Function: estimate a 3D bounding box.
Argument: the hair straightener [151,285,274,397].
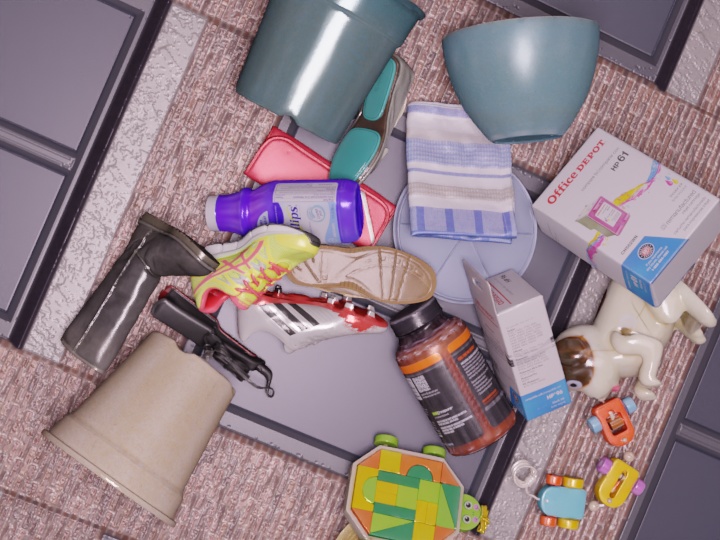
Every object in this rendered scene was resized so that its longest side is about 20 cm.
[{"bbox_3d":[-0.189,0.105,1.459,0.200,0.077,0.041,43,115,-12],"label":"hair straightener"}]

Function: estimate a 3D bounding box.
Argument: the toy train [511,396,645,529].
[{"bbox_3d":[0.305,0.263,1.551,0.199,0.056,0.151,-31,92,-8],"label":"toy train"}]

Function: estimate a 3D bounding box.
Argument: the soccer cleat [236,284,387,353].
[{"bbox_3d":[-0.065,0.071,1.483,0.199,0.069,0.086,10,99,-6],"label":"soccer cleat"}]

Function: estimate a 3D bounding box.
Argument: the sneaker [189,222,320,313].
[{"bbox_3d":[-0.132,0.004,1.417,0.199,0.078,0.091,-18,62,31],"label":"sneaker"}]

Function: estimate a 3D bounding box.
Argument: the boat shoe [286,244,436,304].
[{"bbox_3d":[0.000,0.000,1.484,0.199,0.069,0.074,11,91,-4],"label":"boat shoe"}]

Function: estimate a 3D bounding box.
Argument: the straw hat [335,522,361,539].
[{"bbox_3d":[0.035,0.424,1.496,0.200,0.085,0.202,5,65,-11],"label":"straw hat"}]

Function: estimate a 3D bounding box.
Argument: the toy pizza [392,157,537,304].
[{"bbox_3d":[0.140,-0.055,1.523,0.199,0.032,0.201,0,91,-9],"label":"toy pizza"}]

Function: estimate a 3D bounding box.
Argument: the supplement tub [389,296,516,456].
[{"bbox_3d":[0.116,0.136,1.488,0.107,0.107,0.201,-30,96,-6],"label":"supplement tub"}]

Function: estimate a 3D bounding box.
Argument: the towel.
[{"bbox_3d":[0.133,-0.132,1.483,0.146,0.024,0.201,4,66,-8],"label":"towel"}]

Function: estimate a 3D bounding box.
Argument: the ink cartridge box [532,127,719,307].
[{"bbox_3d":[0.347,-0.072,1.475,0.200,0.085,0.145,37,84,32],"label":"ink cartridge box"}]

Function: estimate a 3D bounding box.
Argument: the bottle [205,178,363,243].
[{"bbox_3d":[-0.098,-0.075,1.448,0.199,0.065,0.084,0,129,9],"label":"bottle"}]

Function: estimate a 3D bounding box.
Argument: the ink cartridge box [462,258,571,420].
[{"bbox_3d":[0.202,0.078,1.471,0.068,0.116,0.201,-21,111,-6],"label":"ink cartridge box"}]

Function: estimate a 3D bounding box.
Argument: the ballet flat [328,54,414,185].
[{"bbox_3d":[0.022,-0.184,1.486,0.064,0.067,0.201,23,88,-53],"label":"ballet flat"}]

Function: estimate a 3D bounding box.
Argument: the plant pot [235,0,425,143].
[{"bbox_3d":[-0.051,-0.278,1.416,0.200,0.200,0.197,27,97,-9],"label":"plant pot"}]

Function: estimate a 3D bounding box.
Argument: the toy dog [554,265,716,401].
[{"bbox_3d":[0.344,0.086,1.508,0.200,0.140,0.194,-39,80,-5],"label":"toy dog"}]

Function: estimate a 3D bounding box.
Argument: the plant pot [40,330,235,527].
[{"bbox_3d":[-0.259,0.185,1.405,0.200,0.200,0.184,38,75,-8],"label":"plant pot"}]

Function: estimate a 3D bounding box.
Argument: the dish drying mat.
[{"bbox_3d":[-0.051,-0.107,1.499,0.200,0.018,0.077,32,88,-9],"label":"dish drying mat"}]

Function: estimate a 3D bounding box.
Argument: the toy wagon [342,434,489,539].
[{"bbox_3d":[0.079,0.305,1.489,0.199,0.040,0.156,13,64,-7],"label":"toy wagon"}]

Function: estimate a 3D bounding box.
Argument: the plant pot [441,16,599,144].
[{"bbox_3d":[0.208,-0.234,1.439,0.199,0.200,0.135,-4,90,-8],"label":"plant pot"}]

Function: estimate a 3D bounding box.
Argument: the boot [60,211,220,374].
[{"bbox_3d":[-0.278,0.037,1.404,0.073,0.182,0.200,43,77,-36],"label":"boot"}]
